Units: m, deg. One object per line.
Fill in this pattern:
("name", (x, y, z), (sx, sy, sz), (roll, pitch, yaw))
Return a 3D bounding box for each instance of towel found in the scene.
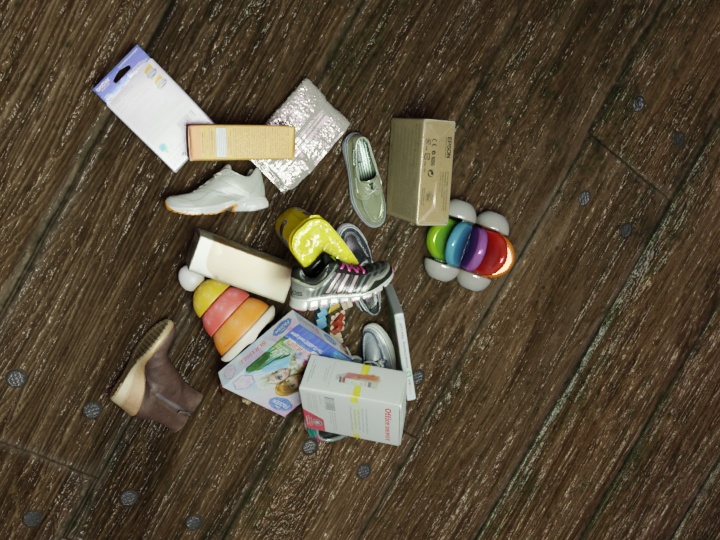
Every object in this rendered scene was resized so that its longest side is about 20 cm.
("towel", (-0.127, -0.264, 1.318), (0.132, 0.034, 0.201), (42, 87, -22))

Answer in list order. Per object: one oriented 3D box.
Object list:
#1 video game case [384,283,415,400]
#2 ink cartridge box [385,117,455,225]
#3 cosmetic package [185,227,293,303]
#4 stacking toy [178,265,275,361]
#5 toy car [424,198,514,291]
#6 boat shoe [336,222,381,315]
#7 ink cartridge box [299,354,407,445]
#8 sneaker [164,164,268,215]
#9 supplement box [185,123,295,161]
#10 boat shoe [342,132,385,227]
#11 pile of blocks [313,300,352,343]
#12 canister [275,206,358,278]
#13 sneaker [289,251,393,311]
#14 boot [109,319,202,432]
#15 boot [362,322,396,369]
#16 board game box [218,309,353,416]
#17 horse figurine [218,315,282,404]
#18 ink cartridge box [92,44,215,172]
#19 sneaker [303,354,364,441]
("video game case", (0.080, 0.144, 1.392), (0.022, 0.200, 0.186), (-10, 106, -2))
("ink cartridge box", (0.117, -0.202, 1.342), (0.074, 0.165, 0.204), (-1, 104, -19))
("cosmetic package", (-0.235, -0.011, 1.304), (0.197, 0.105, 0.072), (20, 96, -23))
("stacking toy", (-0.278, 0.064, 1.310), (0.146, 0.146, 0.200), (-44, 95, -4))
("toy car", (0.241, -0.047, 1.427), (0.197, 0.150, 0.178), (17, 97, -21))
("boat shoe", (0.000, 0.000, 1.402), (0.071, 0.068, 0.204), (-18, 107, -13))
("ink cartridge box", (-0.010, 0.255, 1.302), (0.196, 0.084, 0.147), (9, 136, 11))
("sneaker", (-0.278, -0.155, 1.280), (0.196, 0.075, 0.094), (-8, 98, -24))
("supplement box", (-0.222, -0.239, 1.239), (0.196, 0.066, 0.070), (-6, 105, -18))
("boat shoe", (0.009, -0.181, 1.366), (0.071, 0.062, 0.203), (-22, 109, -12))
("pile of blocks", (-0.069, 0.127, 1.412), (0.081, 0.062, 0.204), (9, 99, -20))
("canister", (-0.090, -0.045, 1.291), (0.086, 0.200, 0.149), (-40, 111, -5))
("sneaker", (-0.036, 0.006, 1.172), (0.196, 0.074, 0.089), (-14, 113, -10))
("boot", (-0.384, 0.212, 1.338), (0.166, 0.072, 0.202), (35, 89, -34))
("boot", (0.031, 0.221, 1.426), (0.090, 0.072, 0.204), (-26, 103, -49))
("board game box", (-0.145, 0.192, 1.329), (0.199, 0.041, 0.200), (-40, 138, 11))
("horse figurine", (-0.214, 0.197, 1.368), (0.198, 0.050, 0.133), (-33, 136, -6))
("ink cartridge box", (-0.375, -0.296, 1.226), (0.120, 0.042, 0.200), (-46, 115, -5))
("sneaker", (-0.044, 0.283, 1.424), (0.083, 0.121, 0.202), (33, 90, -22))
